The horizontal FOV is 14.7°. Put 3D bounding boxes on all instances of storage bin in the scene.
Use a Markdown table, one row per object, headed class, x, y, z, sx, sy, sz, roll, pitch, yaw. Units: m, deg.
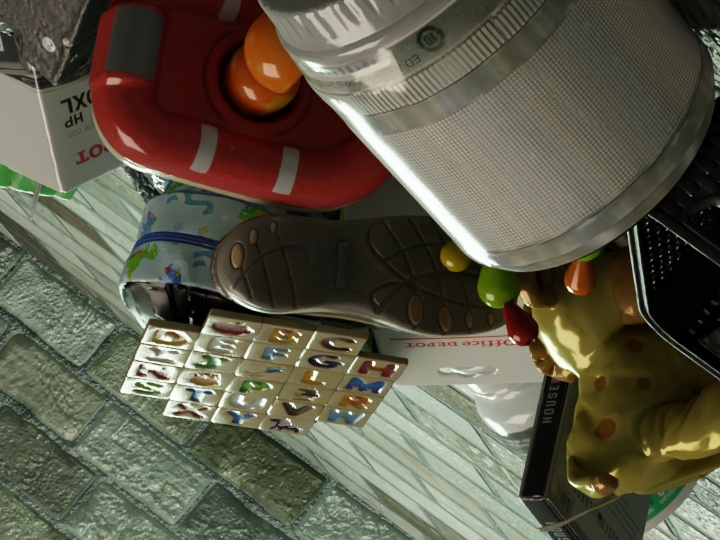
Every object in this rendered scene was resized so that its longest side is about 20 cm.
| class | x | y | z | sx | sy | sz | roll | pitch | yaw |
| --- | --- | --- | --- | --- | --- | --- | --- | --- | --- |
| storage bin | 0.222 | 0.000 | 1.455 | 0.135 | 0.094 | 0.200 | 37 | 169 | 19 |

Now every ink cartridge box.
| class | x | y | z | sx | sy | sz | roll | pitch | yaw |
| --- | --- | --- | --- | --- | --- | --- | --- | --- | --- |
| ink cartridge box | -0.177 | -0.172 | 1.820 | 0.084 | 0.144 | 0.200 | 25 | 133 | 47 |
| ink cartridge box | 0.061 | -0.003 | 1.820 | 0.117 | 0.067 | 0.200 | -2 | 146 | 10 |

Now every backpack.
| class | x | y | z | sx | sy | sz | roll | pitch | yaw |
| --- | --- | --- | --- | --- | --- | --- | --- | --- | --- |
| backpack | -0.079 | 0.011 | 1.829 | 0.163 | 0.154 | 0.200 | 15 | 176 | 25 |

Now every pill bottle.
| class | x | y | z | sx | sy | sz | roll | pitch | yaw |
| --- | --- | --- | --- | --- | --- | --- | --- | --- | --- |
| pill bottle | 0.156 | 0.100 | 2.072 | 0.200 | 0.113 | 0.113 | 45 | 169 | -27 |

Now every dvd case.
| class | x | y | z | sx | sy | sz | roll | pitch | yaw |
| --- | --- | --- | --- | --- | --- | --- | --- | --- | --- |
| dvd case | 0.162 | 0.101 | 1.858 | 0.025 | 0.200 | 0.150 | -3 | 146 | 29 |

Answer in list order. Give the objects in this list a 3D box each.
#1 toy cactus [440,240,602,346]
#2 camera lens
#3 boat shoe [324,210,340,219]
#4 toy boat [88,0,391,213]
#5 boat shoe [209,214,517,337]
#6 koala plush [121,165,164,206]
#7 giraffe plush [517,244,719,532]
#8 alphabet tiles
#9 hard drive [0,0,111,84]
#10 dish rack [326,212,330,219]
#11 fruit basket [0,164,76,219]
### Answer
| class | x | y | z | sx | sy | sz | roll | pitch | yaw |
| --- | --- | --- | --- | --- | --- | --- | --- | --- | --- |
| toy cactus | 0.082 | -0.065 | 1.643 | 0.200 | 0.102 | 0.165 | 90 | 157 | -50 |
| camera lens | 0.065 | -0.110 | 1.361 | 0.200 | 0.160 | 0.160 | 46 | 169 | -29 |
| boat shoe | -0.048 | -0.055 | 1.905 | 0.200 | 0.069 | 0.057 | 25 | -158 | -52 |
| toy boat | -0.054 | -0.116 | 1.651 | 0.199 | 0.131 | 0.131 | 14 | 160 | -18 |
| boat shoe | 0.000 | 0.000 | 1.721 | 0.199 | 0.075 | 0.073 | 10 | 174 | -21 |
| koala plush | -0.096 | -0.103 | 1.990 | 0.184 | 0.177 | 0.200 | 56 | 173 | -3 |
| giraffe plush | 0.174 | 0.051 | 1.743 | 0.173 | 0.200 | 0.163 | 85 | 164 | -78 |
| alphabet tiles | -0.064 | 0.068 | 1.794 | 0.166 | 0.006 | 0.200 | 10 | 157 | -9 |
| hard drive | -0.196 | -0.221 | 1.653 | 0.140 | 0.038 | 0.200 | 40 | 140 | 10 |
| dish rack | 0.018 | -0.073 | 1.831 | 0.153 | 0.055 | 0.200 | -17 | 141 | 33 |
| fruit basket | -0.212 | -0.160 | 2.019 | 0.094 | 0.200 | 0.185 | 17 | -159 | -20 |
